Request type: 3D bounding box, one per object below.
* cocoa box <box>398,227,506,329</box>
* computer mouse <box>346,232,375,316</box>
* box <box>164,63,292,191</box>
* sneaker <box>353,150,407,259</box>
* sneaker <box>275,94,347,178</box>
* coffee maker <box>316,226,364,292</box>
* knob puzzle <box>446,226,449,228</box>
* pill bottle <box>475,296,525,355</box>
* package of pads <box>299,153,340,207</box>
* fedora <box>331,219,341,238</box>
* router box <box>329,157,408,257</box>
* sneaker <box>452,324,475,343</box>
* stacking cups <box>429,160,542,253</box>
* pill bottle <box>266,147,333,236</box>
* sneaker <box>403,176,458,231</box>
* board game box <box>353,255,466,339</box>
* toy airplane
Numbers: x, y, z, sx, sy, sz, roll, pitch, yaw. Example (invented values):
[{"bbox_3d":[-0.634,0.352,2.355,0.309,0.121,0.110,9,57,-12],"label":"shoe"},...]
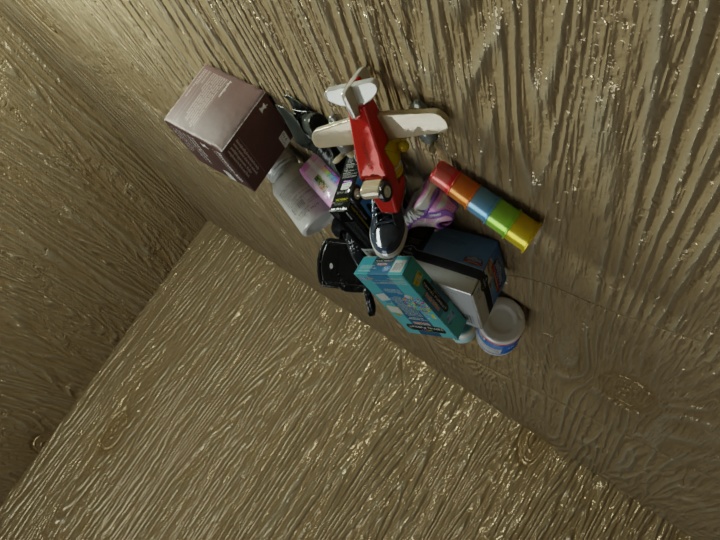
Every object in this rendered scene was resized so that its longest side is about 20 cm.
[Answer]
[{"bbox_3d":[0.180,0.004,1.265,0.196,0.133,0.134,18,154,33],"label":"cocoa box"},{"bbox_3d":[0.000,0.000,1.297,0.033,0.206,0.059,-8,-170,13],"label":"computer mouse"},{"bbox_3d":[-0.292,-0.320,1.383,0.197,0.166,0.166,30,168,27],"label":"box"},{"bbox_3d":[0.034,-0.138,1.109,0.075,0.207,0.147,-9,147,18],"label":"sneaker"},{"bbox_3d":[-0.087,-0.267,1.259,0.103,0.060,0.201,21,156,50],"label":"sneaker"},{"bbox_3d":[0.007,-0.001,1.429,0.189,0.137,0.200,30,-174,10],"label":"coffee maker"},{"bbox_3d":[0.192,-0.049,1.361,0.216,0.031,0.221,29,158,12],"label":"knob puzzle"},{"bbox_3d":[0.338,0.144,1.509,0.111,0.114,0.200,32,170,16],"label":"pill bottle"},{"bbox_3d":[-0.042,-0.166,1.358,0.200,0.076,0.120,49,-175,40],"label":"package of pads"},{"bbox_3d":[-0.020,-0.116,1.579,0.198,0.092,0.201,35,169,8],"label":"fedora"},{"bbox_3d":[0.023,-0.125,1.247,0.050,0.152,0.200,-1,150,33],"label":"router box"},{"bbox_3d":[0.244,0.135,1.454,0.201,0.078,0.133,-98,-16,-63],"label":"sneaker"},{"bbox_3d":[0.200,-0.107,1.017,0.198,0.061,0.061,34,169,9],"label":"stacking cups"},{"bbox_3d":[-0.151,-0.196,1.514,0.202,0.113,0.115,53,172,10],"label":"pill bottle"},{"bbox_3d":[0.133,-0.111,1.190,0.087,0.082,0.200,26,170,-5],"label":"sneaker"},{"bbox_3d":[0.100,0.053,1.236,0.149,0.047,0.200,2,142,52],"label":"board game box"},{"bbox_3d":[0.027,-0.218,0.970,0.199,0.141,0.201,42,133,11],"label":"toy airplane"}]
